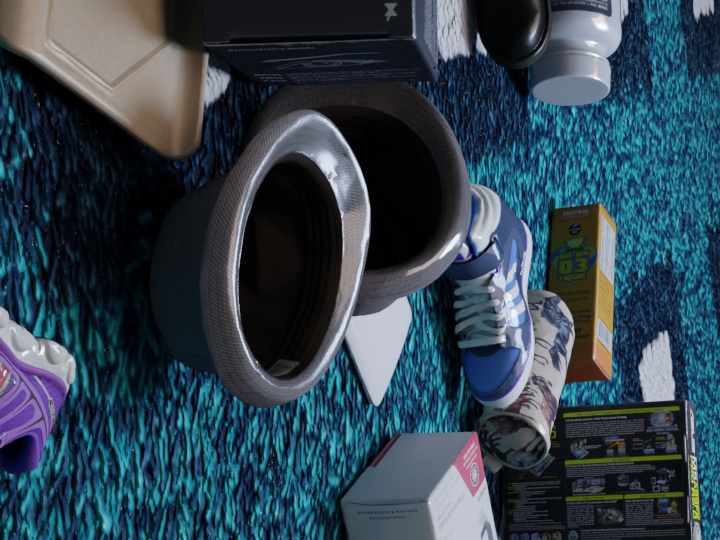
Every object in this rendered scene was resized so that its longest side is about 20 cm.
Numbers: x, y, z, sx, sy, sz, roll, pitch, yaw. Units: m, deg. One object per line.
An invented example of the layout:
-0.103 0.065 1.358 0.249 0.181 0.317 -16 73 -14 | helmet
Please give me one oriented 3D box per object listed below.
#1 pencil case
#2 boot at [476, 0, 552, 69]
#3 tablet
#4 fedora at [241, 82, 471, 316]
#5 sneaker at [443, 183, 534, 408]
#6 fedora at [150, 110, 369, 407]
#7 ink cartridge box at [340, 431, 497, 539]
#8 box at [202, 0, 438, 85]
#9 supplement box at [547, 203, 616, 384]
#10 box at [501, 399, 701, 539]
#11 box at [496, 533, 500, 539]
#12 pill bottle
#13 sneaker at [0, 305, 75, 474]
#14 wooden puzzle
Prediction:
0.166 0.108 1.765 0.078 0.089 0.201 41 40 -19 | pencil case
0.135 -0.327 1.783 0.158 0.079 0.213 35 47 -66 | boot
0.000 0.000 1.473 0.131 0.014 0.201 -67 144 -48 | tablet
-0.008 -0.045 1.323 0.091 0.175 0.202 104 -21 -55 | fedora
0.104 0.017 1.649 0.146 0.080 0.202 31 60 -53 | sneaker
-0.077 -0.006 1.171 0.177 0.089 0.202 51 48 -49 | fedora
0.060 0.256 1.470 0.146 0.084 0.202 -42 126 -62 | ink cartridge box
-0.023 -0.195 1.225 0.200 0.146 0.106 21 68 -84 | box
0.254 0.026 2.006 0.069 0.066 0.202 46 43 -51 | supplement box
0.242 0.218 1.762 0.044 0.198 0.162 27 60 -64 | box
0.125 0.329 1.650 0.201 0.049 0.083 64 30 -41 | box
0.236 -0.297 1.967 0.119 0.118 0.202 34 54 -61 | pill bottle
-0.208 0.060 0.885 0.200 0.080 0.084 39 56 -61 | sneaker
-0.162 -0.187 1.107 0.200 0.037 0.187 33 56 -57 | wooden puzzle
